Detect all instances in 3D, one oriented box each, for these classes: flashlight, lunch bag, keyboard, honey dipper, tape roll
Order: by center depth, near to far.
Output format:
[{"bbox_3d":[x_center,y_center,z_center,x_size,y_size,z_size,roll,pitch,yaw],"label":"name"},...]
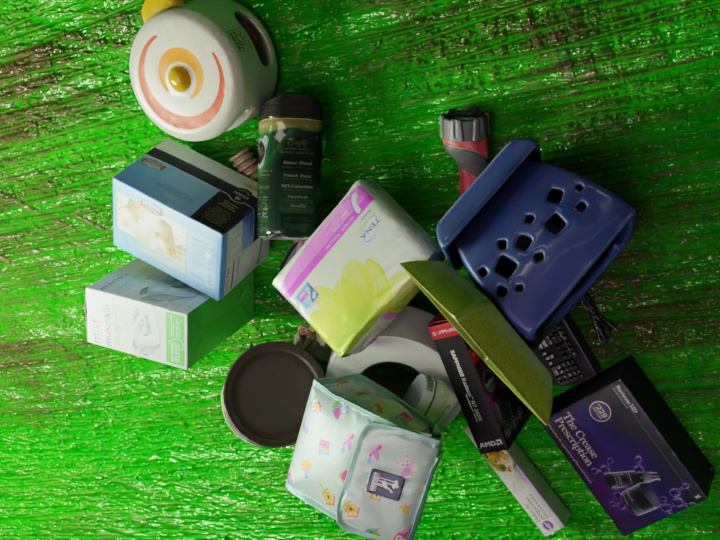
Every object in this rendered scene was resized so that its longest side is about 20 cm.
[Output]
[{"bbox_3d":[0.013,0.253,1.546,0.200,0.122,0.171,28,108,38],"label":"lunch bag"},{"bbox_3d":[0.141,-0.112,1.547,0.067,0.068,0.201,7,113,22],"label":"flashlight"},{"bbox_3d":[0.267,0.061,1.587,0.127,0.021,0.200,-28,98,32],"label":"keyboard"},{"bbox_3d":[0.053,0.146,1.658,0.201,0.071,0.203,6,129,7],"label":"tape roll"},{"bbox_3d":[-0.123,-0.088,1.703,0.038,0.038,0.200,-28,98,32],"label":"honey dipper"}]

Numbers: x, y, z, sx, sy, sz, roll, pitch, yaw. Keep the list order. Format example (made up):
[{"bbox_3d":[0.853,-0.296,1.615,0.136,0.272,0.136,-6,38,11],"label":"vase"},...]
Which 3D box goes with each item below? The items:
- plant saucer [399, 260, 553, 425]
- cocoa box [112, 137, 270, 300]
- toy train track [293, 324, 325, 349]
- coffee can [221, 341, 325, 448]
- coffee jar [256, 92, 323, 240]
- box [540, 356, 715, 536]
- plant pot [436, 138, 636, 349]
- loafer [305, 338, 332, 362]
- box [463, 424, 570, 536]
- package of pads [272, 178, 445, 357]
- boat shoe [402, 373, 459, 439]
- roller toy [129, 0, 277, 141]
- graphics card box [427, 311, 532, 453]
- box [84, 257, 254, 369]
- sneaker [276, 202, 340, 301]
[{"bbox_3d":[0.152,0.073,1.417,0.048,0.200,0.200,-42,116,0],"label":"plant saucer"},{"bbox_3d":[-0.244,-0.076,1.687,0.199,0.131,0.134,27,135,18],"label":"cocoa box"},{"bbox_3d":[-0.042,0.035,1.683,0.032,0.115,0.200,33,106,-22],"label":"toy train track"},{"bbox_3d":[-0.129,0.185,1.699,0.146,0.200,0.147,1,81,-7],"label":"coffee can"},{"bbox_3d":[-0.097,-0.142,1.598,0.085,0.104,0.201,1,91,-15],"label":"coffee jar"},{"bbox_3d":[0.363,0.240,1.584,0.141,0.079,0.200,-35,93,30],"label":"box"},{"bbox_3d":[0.209,-0.038,1.442,0.180,0.200,0.200,41,91,13],"label":"plant pot"},{"bbox_3d":[-0.001,0.065,1.697,0.070,0.070,0.200,33,125,-21],"label":"loafer"},{"bbox_3d":[0.228,0.293,1.691,0.039,0.041,0.200,-36,94,33],"label":"box"},{"bbox_3d":[0.000,0.000,1.545,0.155,0.068,0.200,46,108,17],"label":"package of pads"},{"bbox_3d":[0.083,0.228,1.635,0.086,0.075,0.202,18,124,-16],"label":"boat shoe"},{"bbox_3d":[-0.219,-0.280,1.607,0.182,0.140,0.201,19,117,17],"label":"roller toy"},{"bbox_3d":[0.169,0.135,1.603,0.051,0.125,0.201,-15,103,31],"label":"graphics card box"},{"bbox_3d":[-0.281,0.051,1.742,0.176,0.200,0.097,14,116,21],"label":"box"},{"bbox_3d":[-0.059,-0.027,1.647,0.070,0.082,0.200,40,108,0],"label":"sneaker"}]
